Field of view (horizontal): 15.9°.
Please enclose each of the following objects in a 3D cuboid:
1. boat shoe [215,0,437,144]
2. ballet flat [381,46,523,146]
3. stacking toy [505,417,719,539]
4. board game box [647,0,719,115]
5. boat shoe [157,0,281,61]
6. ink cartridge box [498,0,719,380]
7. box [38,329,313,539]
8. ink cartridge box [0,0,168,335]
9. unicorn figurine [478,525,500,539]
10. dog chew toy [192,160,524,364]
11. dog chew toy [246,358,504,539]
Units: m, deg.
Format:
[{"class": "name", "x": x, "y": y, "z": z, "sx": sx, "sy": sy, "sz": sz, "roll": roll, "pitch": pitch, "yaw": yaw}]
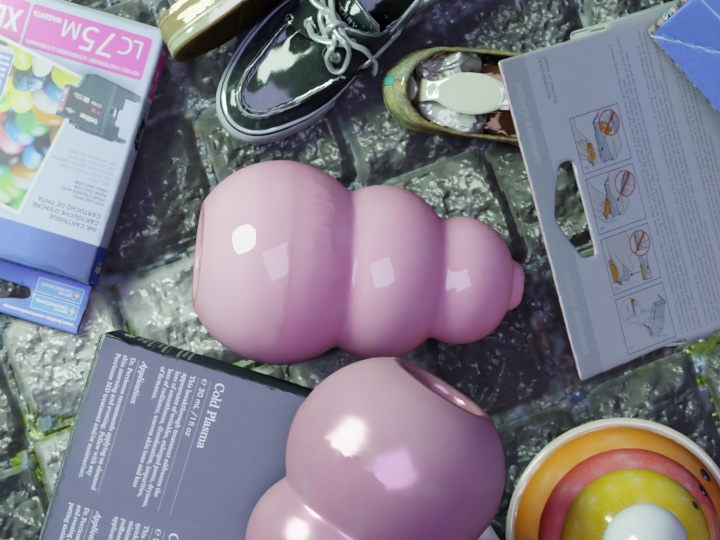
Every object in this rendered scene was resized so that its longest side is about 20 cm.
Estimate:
[{"class": "boat shoe", "x": -0.009, "y": -0.153, "z": 1.593, "sx": 0.199, "sy": 0.068, "sz": 0.074, "roll": -35, "pitch": 88, "yaw": 0}, {"class": "ballet flat", "x": 0.113, "y": -0.105, "z": 1.592, "sx": 0.200, "sy": 0.071, "sz": 0.071, "roll": 5, "pitch": 89, "yaw": 0}, {"class": "stacking toy", "x": 0.163, "y": 0.164, "z": 1.518, "sx": 0.146, "sy": 0.200, "sz": 0.146, "roll": 0, "pitch": 89, "yaw": 0}, {"class": "board game box", "x": 0.303, "y": -0.154, "z": 1.536, "sx": 0.159, "sy": 0.097, "sz": 0.200, "roll": 48, "pitch": 61, "yaw": 1}, {"class": "boat shoe", "x": -0.056, "y": -0.212, "z": 1.597, "sx": 0.200, "sy": 0.074, "sz": 0.066, "roll": -42, "pitch": 85, "yaw": -11}, {"class": "ink cartridge box", "x": 0.164, "y": -0.050, "z": 1.550, "sx": 0.173, "sy": 0.044, "sz": 0.200, "roll": -19, "pitch": 97, "yaw": -30}, {"class": "box", "x": -0.096, "y": 0.157, "z": 1.568, "sx": 0.182, "sy": 0.104, "sz": 0.200, "roll": 18, "pitch": 89, "yaw": 1}, {"class": "ink cartridge box", "x": -0.204, "y": -0.071, "z": 1.608, "sx": 0.119, "sy": 0.042, "sz": 0.200, "roll": 17, "pitch": 90, "yaw": 1}, {"class": "unicorn figurine", "x": 0.067, "y": 0.197, "z": 1.540, "sx": 0.137, "sy": 0.200, "sz": 0.074, "roll": 32, "pitch": 52, "yaw": 26}, {"class": "dog chew toy", "x": 0.000, "y": 0.000, "z": 1.567, "sx": 0.200, "sy": 0.125, "sz": 0.125, "roll": 6, "pitch": 89, "yaw": -7}, {"class": "dog chew toy", "x": -0.006, "y": 0.151, "z": 1.455, "sx": 0.124, "sy": 0.125, "sz": 0.200, "roll": 32, "pitch": 97, "yaw": 1}]
